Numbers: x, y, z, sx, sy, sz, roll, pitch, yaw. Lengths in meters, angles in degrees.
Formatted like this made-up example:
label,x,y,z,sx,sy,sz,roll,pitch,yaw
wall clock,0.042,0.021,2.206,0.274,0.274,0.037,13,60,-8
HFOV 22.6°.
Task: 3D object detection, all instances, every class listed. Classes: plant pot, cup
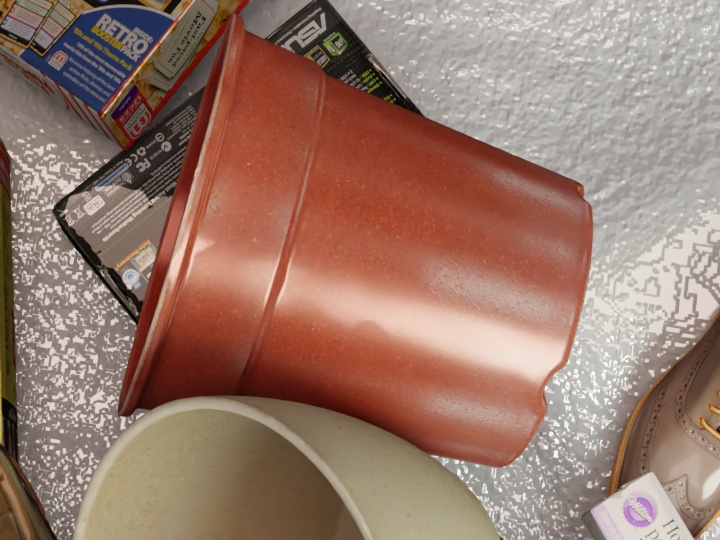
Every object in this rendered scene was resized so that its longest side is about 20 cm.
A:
label,x,y,z,sx,sy,sz,roll,pitch,yaw
plant pot,0.000,0.000,0.888,0.193,0.201,0.203,16,78,-9
cup,-0.014,0.149,0.811,0.199,0.142,0.203,4,96,40

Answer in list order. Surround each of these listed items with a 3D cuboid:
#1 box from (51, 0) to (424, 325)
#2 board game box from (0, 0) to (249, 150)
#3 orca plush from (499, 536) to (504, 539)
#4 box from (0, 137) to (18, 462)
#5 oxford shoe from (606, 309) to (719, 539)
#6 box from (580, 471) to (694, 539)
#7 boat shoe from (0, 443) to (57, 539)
label,x,y,z,sx,sy,sz,roll,pitch,yaw
box,-0.037,-0.018,1.000,0.200,0.048,0.194,-40,85,-9
board game box,-0.128,-0.189,1.011,0.151,0.046,0.201,34,80,23
orca plush,0.073,0.199,0.861,0.104,0.071,0.202,-17,77,-3
box,-0.214,0.028,0.973,0.049,0.075,0.203,-4,78,-4
oxford shoe,0.195,0.069,0.973,0.071,0.073,0.201,31,80,4
box,0.176,0.195,0.877,0.038,0.041,0.201,-29,78,-8
boat shoe,-0.163,0.172,0.892,0.072,0.072,0.202,-25,90,3
